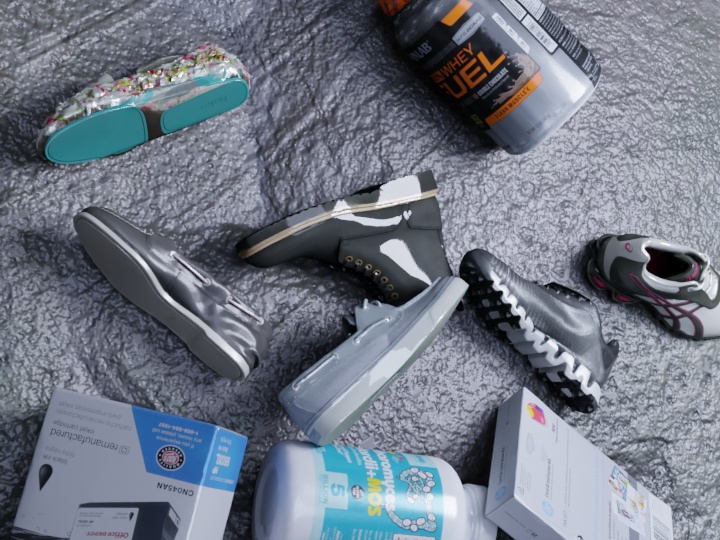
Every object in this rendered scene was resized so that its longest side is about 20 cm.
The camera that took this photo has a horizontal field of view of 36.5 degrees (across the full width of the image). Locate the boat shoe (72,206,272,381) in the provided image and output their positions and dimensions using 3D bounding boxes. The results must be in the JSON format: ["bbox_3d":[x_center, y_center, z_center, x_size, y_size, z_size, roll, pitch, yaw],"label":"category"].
[{"bbox_3d":[-0.157,0.011,0.932,0.200,0.067,0.057,46,55,-14],"label":"boat shoe"}]

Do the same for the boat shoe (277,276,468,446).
[{"bbox_3d":[0.011,0.061,0.938,0.072,0.070,0.201,42,65,11],"label":"boat shoe"}]

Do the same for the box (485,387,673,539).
[{"bbox_3d":[0.205,0.221,0.998,0.200,0.041,0.156,40,30,-13],"label":"box"}]

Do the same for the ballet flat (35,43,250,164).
[{"bbox_3d":[-0.191,-0.146,0.943,0.200,0.076,0.064,-21,60,-25],"label":"ballet flat"}]

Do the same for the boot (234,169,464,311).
[{"bbox_3d":[0.000,0.000,0.985,0.200,0.077,0.139,-19,95,-20],"label":"boot"}]

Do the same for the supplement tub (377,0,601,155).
[{"bbox_3d":[0.119,-0.216,1.027,0.200,0.122,0.123,43,71,-9],"label":"supplement tub"}]

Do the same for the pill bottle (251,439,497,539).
[{"bbox_3d":[0.014,0.210,0.940,0.200,0.111,0.111,10,80,-19],"label":"pill bottle"}]

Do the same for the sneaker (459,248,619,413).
[{"bbox_3d":[0.176,0.040,1.048,0.200,0.066,0.091,46,68,-13],"label":"sneaker"}]

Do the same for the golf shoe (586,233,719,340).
[{"bbox_3d":[0.326,0.018,1.093,0.200,0.088,0.077,18,76,-19],"label":"golf shoe"}]

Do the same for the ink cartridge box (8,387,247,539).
[{"bbox_3d":[-0.189,0.207,0.851,0.144,0.084,0.200,11,78,12],"label":"ink cartridge box"}]
